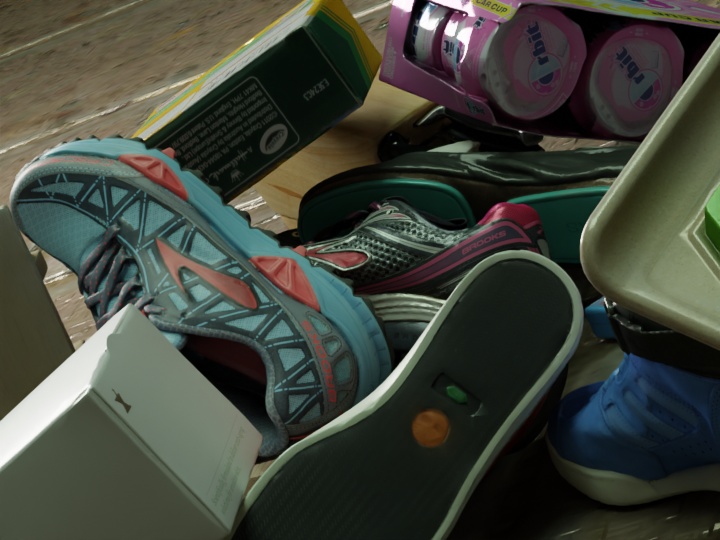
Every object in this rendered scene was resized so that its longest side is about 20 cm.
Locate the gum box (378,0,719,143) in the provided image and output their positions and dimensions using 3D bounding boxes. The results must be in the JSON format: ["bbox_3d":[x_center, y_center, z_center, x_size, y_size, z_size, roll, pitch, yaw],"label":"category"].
[{"bbox_3d":[0.116,-0.106,1.484,0.199,0.067,0.113,5,12,-31],"label":"gum box"}]

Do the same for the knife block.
[{"bbox_3d":[0.013,-0.070,1.555,0.064,0.200,0.176,-33,-13,-32],"label":"knife block"}]

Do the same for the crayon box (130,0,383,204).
[{"bbox_3d":[-0.055,-0.081,1.480,0.125,0.052,0.200,-36,8,10],"label":"crayon box"}]

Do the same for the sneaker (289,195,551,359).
[{"bbox_3d":[0.000,0.000,1.398,0.199,0.075,0.081,5,3,24],"label":"sneaker"}]

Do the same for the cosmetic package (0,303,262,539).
[{"bbox_3d":[-0.141,0.118,1.184,0.200,0.085,0.108,-40,10,17],"label":"cosmetic package"}]

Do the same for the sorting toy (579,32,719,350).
[{"bbox_3d":[0.204,-0.029,1.037,0.199,0.037,0.185,27,61,19],"label":"sorting toy"}]

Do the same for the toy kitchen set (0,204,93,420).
[{"bbox_3d":[-0.178,0.038,1.486,0.199,0.164,0.181,-23,14,5],"label":"toy kitchen set"}]

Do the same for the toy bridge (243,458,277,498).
[{"bbox_3d":[-0.023,0.095,1.306,0.067,0.027,0.200,-17,16,18],"label":"toy bridge"}]

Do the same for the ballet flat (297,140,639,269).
[{"bbox_3d":[0.069,-0.030,1.428,0.199,0.068,0.068,1,30,26],"label":"ballet flat"}]

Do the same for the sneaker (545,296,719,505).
[{"bbox_3d":[0.123,0.030,1.128,0.077,0.112,0.200,-30,15,-22],"label":"sneaker"}]

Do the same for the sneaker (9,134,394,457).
[{"bbox_3d":[-0.086,0.012,1.325,0.199,0.080,0.096,30,47,18],"label":"sneaker"}]

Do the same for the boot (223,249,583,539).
[{"bbox_3d":[0.017,0.089,1.217,0.200,0.072,0.144,-47,-10,-9],"label":"boot"}]

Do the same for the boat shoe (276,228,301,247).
[{"bbox_3d":[-0.030,0.006,1.521,0.201,0.063,0.074,-16,-20,31],"label":"boat shoe"}]

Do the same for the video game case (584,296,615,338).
[{"bbox_3d":[0.216,-0.022,1.351,0.200,0.018,0.143,-32,15,-27],"label":"video game case"}]
